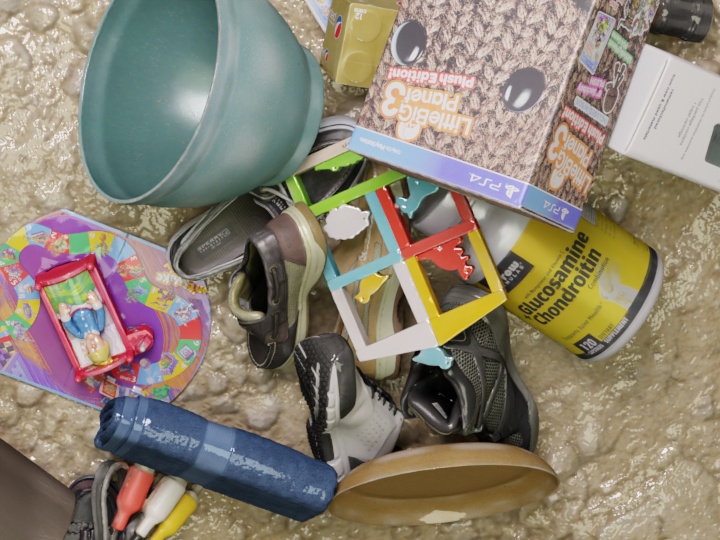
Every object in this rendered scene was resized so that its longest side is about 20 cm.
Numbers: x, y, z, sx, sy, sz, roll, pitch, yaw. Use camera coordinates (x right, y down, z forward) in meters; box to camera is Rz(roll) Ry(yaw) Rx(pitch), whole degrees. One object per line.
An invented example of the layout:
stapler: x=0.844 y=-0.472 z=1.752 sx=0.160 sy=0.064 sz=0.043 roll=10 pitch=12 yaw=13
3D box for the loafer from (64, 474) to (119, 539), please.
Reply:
loafer: x=-0.241 y=0.281 z=1.630 sx=0.072 sy=0.063 sz=0.201 roll=8 pitch=107 yaw=-9

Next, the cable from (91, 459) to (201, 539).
cable: x=-0.205 y=0.243 z=1.584 sx=0.097 sy=0.050 sz=0.200 roll=39 pitch=63 yaw=-36

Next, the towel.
towel: x=-0.120 y=0.153 z=1.551 sx=0.199 sy=0.112 sz=0.049 roll=22 pitch=73 yaw=-12

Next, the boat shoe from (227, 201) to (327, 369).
boat shoe: x=-0.078 y=0.018 z=1.515 sx=0.066 sy=0.072 sz=0.201 roll=-16 pitch=152 yaw=-23

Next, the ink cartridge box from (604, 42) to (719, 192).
ink cartridge box: x=0.255 y=-0.121 z=1.472 sx=0.200 sy=0.146 sz=0.084 roll=17 pitch=101 yaw=-35

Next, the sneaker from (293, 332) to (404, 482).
sneaker: x=-0.007 y=0.110 z=1.567 sx=0.080 sy=0.074 sz=0.200 roll=-19 pitch=147 yaw=-9

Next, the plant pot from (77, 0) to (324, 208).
plant pot: x=-0.114 y=-0.136 z=1.459 sx=0.134 sy=0.200 sz=0.201 roll=14 pitch=108 yaw=-37

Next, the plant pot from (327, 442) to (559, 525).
plant pot: x=0.069 y=0.181 z=1.582 sx=0.199 sy=0.200 sz=0.028 roll=-4 pitch=69 yaw=-4

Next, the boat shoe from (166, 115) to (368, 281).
boat shoe: x=-0.072 y=-0.050 z=1.536 sx=0.200 sy=0.071 sz=0.072 roll=-39 pitch=106 yaw=4

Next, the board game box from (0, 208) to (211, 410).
board game box: x=-0.225 y=0.044 z=1.569 sx=0.199 sy=0.039 sz=0.158 roll=22 pitch=104 yaw=-12

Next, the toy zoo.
toy zoo: x=0.033 y=-0.015 z=1.482 sx=0.131 sy=0.020 sz=0.201 roll=-24 pitch=89 yaw=11

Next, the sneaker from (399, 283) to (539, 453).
sneaker: x=0.089 y=0.116 z=1.562 sx=0.114 sy=0.076 sz=0.200 roll=-52 pitch=143 yaw=-28

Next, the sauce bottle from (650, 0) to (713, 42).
sauce bottle: x=0.188 y=-0.222 z=1.510 sx=0.199 sy=0.065 sz=0.065 roll=10 pitch=106 yaw=-15

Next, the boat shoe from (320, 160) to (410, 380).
boat shoe: x=0.000 y=0.000 z=1.560 sx=0.076 sy=0.072 sz=0.201 roll=1 pitch=108 yaw=-4

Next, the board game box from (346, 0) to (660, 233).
board game box: x=0.108 y=-0.151 z=1.380 sx=0.159 sy=0.097 sz=0.201 roll=20 pitch=91 yaw=32

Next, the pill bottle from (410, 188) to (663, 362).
pill bottle: x=0.145 y=-0.018 z=1.546 sx=0.200 sy=0.112 sz=0.112 roll=32 pitch=102 yaw=-14

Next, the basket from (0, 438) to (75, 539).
basket: x=-0.352 y=0.189 z=1.559 sx=0.200 sy=0.136 sz=0.180 roll=30 pitch=115 yaw=-17

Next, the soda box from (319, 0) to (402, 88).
soda box: x=0.072 y=-0.175 z=1.500 sx=0.199 sy=0.064 sz=0.068 roll=7 pitch=107 yaw=-16

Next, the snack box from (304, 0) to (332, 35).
snack box: x=0.039 y=-0.272 z=1.502 sx=0.200 sy=0.024 sz=0.072 roll=-31 pitch=110 yaw=5
